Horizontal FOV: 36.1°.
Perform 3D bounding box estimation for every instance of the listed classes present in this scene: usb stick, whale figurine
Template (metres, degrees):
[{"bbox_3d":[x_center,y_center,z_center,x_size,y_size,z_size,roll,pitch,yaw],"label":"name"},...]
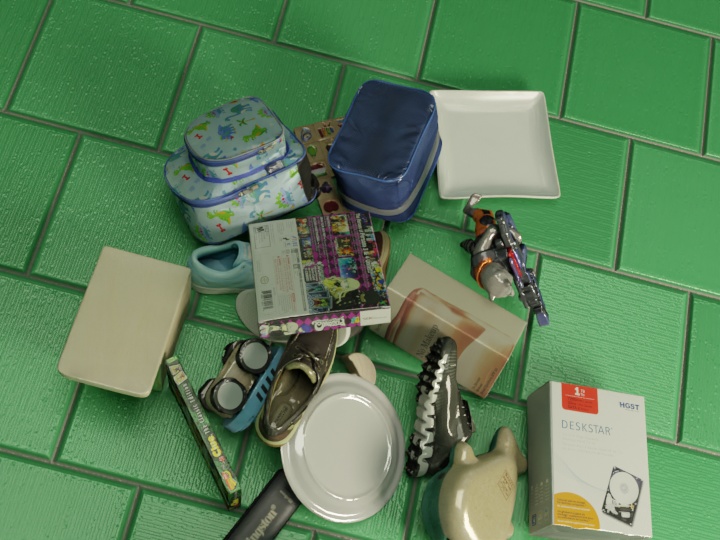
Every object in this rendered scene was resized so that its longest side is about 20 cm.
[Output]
[{"bbox_3d":[-0.144,0.353,1.481,0.055,0.033,0.201,37,66,5],"label":"usb stick"},{"bbox_3d":[0.156,0.303,1.518,0.200,0.103,0.160,-47,113,-42],"label":"whale figurine"}]

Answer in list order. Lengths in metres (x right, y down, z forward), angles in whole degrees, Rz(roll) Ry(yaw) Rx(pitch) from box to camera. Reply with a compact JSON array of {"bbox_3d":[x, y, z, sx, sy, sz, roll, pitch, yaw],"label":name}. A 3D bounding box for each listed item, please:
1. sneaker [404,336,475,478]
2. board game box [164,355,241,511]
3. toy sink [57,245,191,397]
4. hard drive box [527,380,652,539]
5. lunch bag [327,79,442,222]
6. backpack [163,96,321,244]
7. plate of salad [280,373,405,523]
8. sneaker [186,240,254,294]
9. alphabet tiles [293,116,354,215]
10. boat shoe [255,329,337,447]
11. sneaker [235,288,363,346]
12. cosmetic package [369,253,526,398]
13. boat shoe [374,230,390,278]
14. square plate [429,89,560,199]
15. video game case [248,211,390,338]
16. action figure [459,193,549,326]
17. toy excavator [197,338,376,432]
[{"bbox_3d":[0.122,0.194,1.549,0.089,0.066,0.204,9,93,-15],"label":"sneaker"},{"bbox_3d":[-0.212,0.221,1.494,0.023,0.105,0.202,-25,70,-14],"label":"board game box"},{"bbox_3d":[-0.323,0.091,1.534,0.128,0.113,0.203,14,60,-1],"label":"toy sink"},{"bbox_3d":[0.317,0.271,1.546,0.153,0.077,0.203,9,64,-14],"label":"hard drive box"},{"bbox_3d":[0.043,-0.184,1.692,0.134,0.133,0.202,17,64,18],"label":"lunch bag"},{"bbox_3d":[-0.187,-0.151,1.628,0.198,0.148,0.183,-29,42,-9],"label":"backpack"},{"bbox_3d":[-0.026,0.244,1.523,0.197,0.048,0.204,9,73,-30],"label":"plate of salad"},{"bbox_3d":[-0.157,-0.008,1.617,0.197,0.082,0.075,-8,68,-11],"label":"sneaker"},{"bbox_3d":[0.010,-0.177,1.759,0.197,0.008,0.169,-14,68,-14],"label":"alphabet tiles"},{"bbox_3d":[-0.077,0.137,1.468,0.072,0.065,0.202,24,67,-6],"label":"boat shoe"},{"bbox_3d":[-0.082,0.067,1.609,0.197,0.099,0.072,12,100,27],"label":"sneaker"},{"bbox_3d":[0.125,0.080,1.595,0.198,0.104,0.088,30,46,8],"label":"cosmetic package"},{"bbox_3d":[0.000,0.000,1.605,0.071,0.073,0.201,14,36,-3],"label":"boat shoe"},{"bbox_3d":[0.213,-0.200,1.785,0.196,0.029,0.201,-1,65,-8],"label":"square plate"},{"bbox_3d":[-0.060,0.001,1.527,0.178,0.036,0.202,-7,43,-5],"label":"video game case"},{"bbox_3d":[0.203,-0.003,1.627,0.103,0.194,0.202,-20,111,12],"label":"action figure"},{"bbox_3d":[-0.099,0.163,1.548,0.199,0.100,0.196,38,71,-15],"label":"toy excavator"}]
